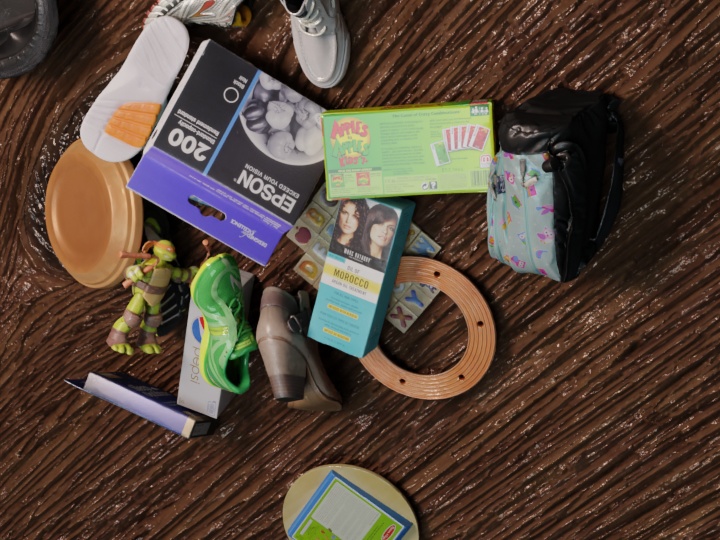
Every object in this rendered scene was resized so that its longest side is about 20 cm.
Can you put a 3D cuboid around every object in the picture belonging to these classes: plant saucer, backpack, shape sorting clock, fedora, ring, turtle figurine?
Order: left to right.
[{"bbox_3d":[-0.451,-0.339,1.575,0.199,0.092,0.202,9,116,18],"label":"fedora"},{"bbox_3d":[-0.357,-0.076,1.638,0.199,0.037,0.202,4,96,44],"label":"plant saucer"},{"bbox_3d":[-0.274,0.025,1.599,0.064,0.200,0.163,26,102,20],"label":"turtle figurine"},{"bbox_3d":[-0.013,0.356,1.750,0.198,0.039,0.202,8,115,17],"label":"shape sorting clock"},{"bbox_3d":[0.077,0.072,1.589,0.199,0.019,0.202,9,115,18],"label":"ring"},{"bbox_3d":[0.212,-0.091,1.400,0.126,0.166,0.202,18,124,35],"label":"backpack"}]

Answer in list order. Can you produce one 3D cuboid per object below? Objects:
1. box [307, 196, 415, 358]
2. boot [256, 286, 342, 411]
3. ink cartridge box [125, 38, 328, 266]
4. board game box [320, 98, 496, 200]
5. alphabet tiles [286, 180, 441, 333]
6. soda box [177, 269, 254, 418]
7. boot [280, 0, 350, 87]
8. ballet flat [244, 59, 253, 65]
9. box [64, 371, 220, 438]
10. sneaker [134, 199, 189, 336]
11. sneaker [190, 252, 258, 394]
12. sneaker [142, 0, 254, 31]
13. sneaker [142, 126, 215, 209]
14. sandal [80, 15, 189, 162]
[{"bbox_3d":[0.000,0.000,1.547,0.082,0.049,0.202,21,111,17],"label":"box"},{"bbox_3d":[-0.076,0.102,1.625,0.070,0.200,0.148,-9,74,16],"label":"boot"},{"bbox_3d":[-0.145,-0.137,1.482,0.197,0.043,0.201,29,85,-15],"label":"ink cartridge box"},{"bbox_3d":[0.058,-0.140,1.455,0.198,0.048,0.103,-3,102,9],"label":"board game box"},{"bbox_3d":[0.006,-0.016,1.590,0.200,0.006,0.167,40,122,1],"label":"alphabet tiles"},{"bbox_3d":[-0.196,0.094,1.686,0.063,0.068,0.202,19,118,12],"label":"soda box"},{"bbox_3d":[-0.064,-0.299,1.435,0.073,0.096,0.202,1,114,21],"label":"boot"},{"bbox_3d":[-0.175,-0.161,1.529,0.072,0.068,0.201,33,85,-14],"label":"ballet flat"},{"bbox_3d":[-0.303,0.179,1.740,0.198,0.121,0.033,22,89,10],"label":"box"},{"bbox_3d":[-0.290,-0.006,1.687,0.080,0.074,0.202,11,119,39],"label":"sneaker"},{"bbox_3d":[-0.161,0.067,1.572,0.083,0.074,0.202,26,132,36],"label":"sneaker"},{"bbox_3d":[-0.177,-0.315,1.485,0.199,0.078,0.083,-24,104,29],"label":"sneaker"},{"bbox_3d":[-0.217,-0.150,1.579,0.200,0.072,0.073,39,135,1],"label":"sneaker"},{"bbox_3d":[-0.263,-0.220,1.523,0.079,0.059,0.207,36,113,-5],"label":"sandal"}]
